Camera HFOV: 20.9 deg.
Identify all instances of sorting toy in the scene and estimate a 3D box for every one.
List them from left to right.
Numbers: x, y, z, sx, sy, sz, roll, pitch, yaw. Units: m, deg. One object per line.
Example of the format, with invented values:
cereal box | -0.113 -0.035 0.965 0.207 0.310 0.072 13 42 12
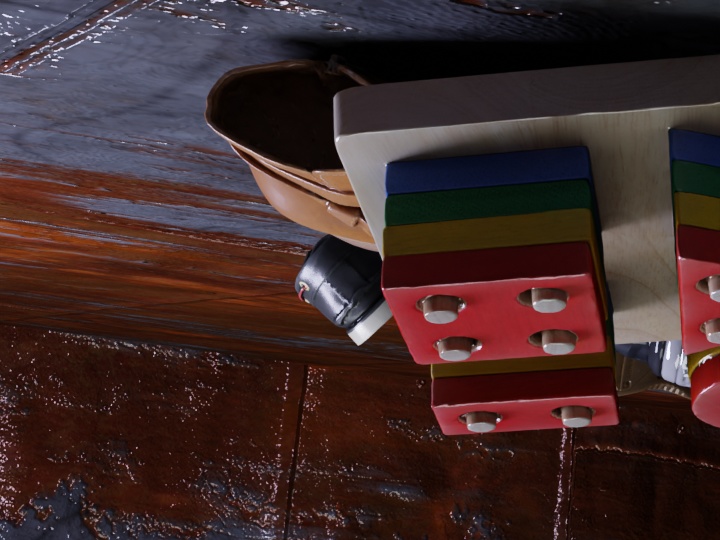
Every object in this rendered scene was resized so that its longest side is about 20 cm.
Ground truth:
sorting toy | 0.105 0.004 0.701 0.198 0.070 0.200 -4 155 9

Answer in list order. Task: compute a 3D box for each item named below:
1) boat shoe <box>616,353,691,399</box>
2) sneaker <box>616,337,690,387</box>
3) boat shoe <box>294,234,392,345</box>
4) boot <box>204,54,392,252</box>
boat shoe | 0.248 0.064 1.612 0.199 0.072 0.072 -3 -152 -19
sneaker | 0.132 -0.007 0.908 0.113 0.076 0.200 16 -164 16
boat shoe | 0.002 -0.002 1.208 0.063 0.074 0.201 44 -174 0
boot | 0.047 -0.038 0.762 0.199 0.074 0.155 0 168 18
